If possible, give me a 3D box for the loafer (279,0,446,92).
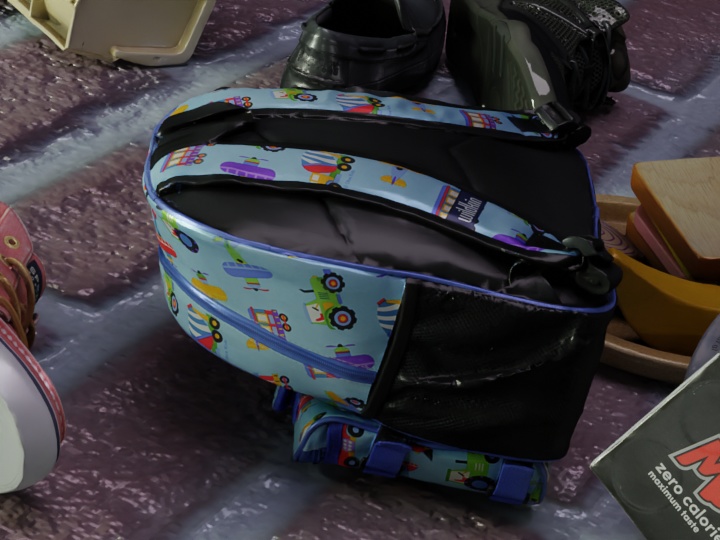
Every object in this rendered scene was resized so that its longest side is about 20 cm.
[{"bbox_3d":[0.009,-0.144,1.245,0.068,0.071,0.201,20,28,13],"label":"loafer"}]

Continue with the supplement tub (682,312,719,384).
[{"bbox_3d":[0.229,0.071,0.807,0.122,0.123,0.200,-5,9,-30],"label":"supplement tub"}]

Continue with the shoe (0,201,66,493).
[{"bbox_3d":[-0.161,0.019,0.861,0.091,0.072,0.200,-19,36,-37],"label":"shoe"}]

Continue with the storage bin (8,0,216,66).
[{"bbox_3d":[-0.153,-0.251,1.252,0.093,0.199,0.200,11,21,-43],"label":"storage bin"}]

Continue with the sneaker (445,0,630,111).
[{"bbox_3d":[0.123,-0.124,1.248,0.114,0.077,0.200,1,23,-8],"label":"sneaker"}]

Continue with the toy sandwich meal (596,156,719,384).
[{"bbox_3d":[0.167,-0.011,1.058,0.204,0.071,0.205,10,27,-5],"label":"toy sandwich meal"}]

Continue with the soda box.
[{"bbox_3d":[0.173,0.121,0.715,0.200,0.071,0.063,52,24,14],"label":"soda box"}]

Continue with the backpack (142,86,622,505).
[{"bbox_3d":[0.000,0.000,0.897,0.199,0.135,0.183,10,27,-5],"label":"backpack"}]
